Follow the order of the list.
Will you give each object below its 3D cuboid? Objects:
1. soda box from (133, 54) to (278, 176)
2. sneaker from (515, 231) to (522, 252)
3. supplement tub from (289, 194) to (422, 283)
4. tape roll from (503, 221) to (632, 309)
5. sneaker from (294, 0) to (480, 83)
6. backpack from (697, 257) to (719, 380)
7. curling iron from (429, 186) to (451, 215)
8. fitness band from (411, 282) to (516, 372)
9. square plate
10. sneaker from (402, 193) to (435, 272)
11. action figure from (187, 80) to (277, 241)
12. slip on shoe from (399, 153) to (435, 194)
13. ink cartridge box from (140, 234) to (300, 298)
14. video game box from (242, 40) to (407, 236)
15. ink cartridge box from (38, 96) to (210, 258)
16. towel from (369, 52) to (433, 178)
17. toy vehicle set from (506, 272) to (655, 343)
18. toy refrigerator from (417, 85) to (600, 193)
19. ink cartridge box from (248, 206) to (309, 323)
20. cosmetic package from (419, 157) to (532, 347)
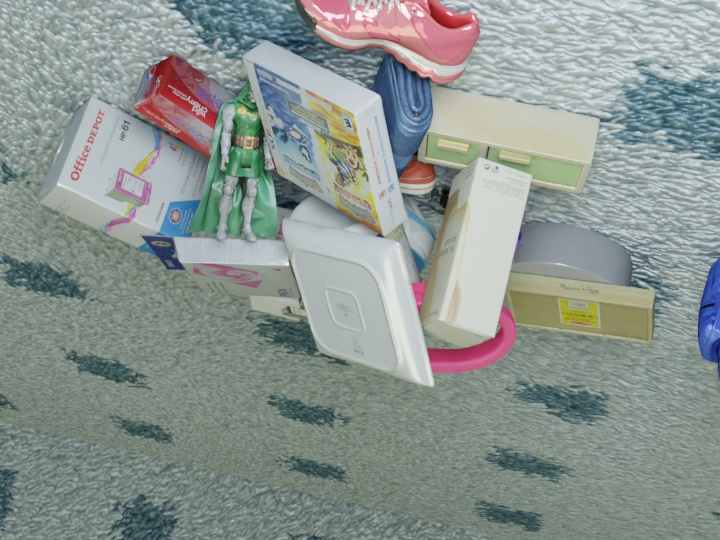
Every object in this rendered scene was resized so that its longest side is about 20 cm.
[{"bbox_3d":[-0.187,-0.190,1.488,0.200,0.063,0.070,31,152,-34],"label":"soda box"},{"bbox_3d":[0.166,-0.028,1.520,0.088,0.200,0.081,-21,116,28],"label":"sneaker"},{"bbox_3d":[0.000,0.000,1.510,0.145,0.145,0.200,1,128,29],"label":"supplement tub"},{"bbox_3d":[0.281,0.007,1.650,0.200,0.066,0.200,13,156,6],"label":"tape roll"},{"bbox_3d":[0.033,-0.269,1.204,0.200,0.074,0.087,17,143,-16],"label":"sneaker"},{"bbox_3d":[0.526,0.087,1.518,0.168,0.200,0.163,4,155,23],"label":"backpack"},{"bbox_3d":[0.151,-0.112,1.510,0.050,0.026,0.200,21,155,-22],"label":"curling iron"},{"bbox_3d":[0.096,0.075,1.455,0.200,0.037,0.144,3,136,-9],"label":"fitness band"},{"bbox_3d":[-0.010,0.041,1.389,0.200,0.028,0.198,14,128,44],"label":"square plate"},{"bbox_3d":[0.022,-0.086,1.584,0.076,0.081,0.200,-26,114,41],"label":"sneaker"},{"bbox_3d":[-0.146,-0.138,1.450,0.118,0.200,0.055,1,-166,-26],"label":"action figure"},{"bbox_3d":[0.002,-0.150,1.481,0.200,0.074,0.061,15,120,18],"label":"slip on shoe"},{"bbox_3d":[-0.184,-0.003,1.585,0.200,0.043,0.196,1,167,2],"label":"ink cartridge box"},{"bbox_3d":[-0.042,-0.153,1.346,0.200,0.047,0.182,32,153,38],"label":"video game box"},{"bbox_3d":[-0.320,-0.125,1.606,0.200,0.145,0.085,25,154,-23],"label":"ink cartridge box"},{"bbox_3d":[0.039,-0.169,1.344,0.048,0.112,0.200,-2,159,-16],"label":"towel"},{"bbox_3d":[0.307,0.053,1.621,0.200,0.027,0.124,8,155,16],"label":"toy vehicle set"},{"bbox_3d":[0.171,-0.150,1.362,0.200,0.070,0.076,13,157,5],"label":"toy refrigerator"},{"bbox_3d":[-0.053,0.003,1.736,0.200,0.146,0.084,14,159,2],"label":"ink cartridge box"},{"bbox_3d":[0.131,-0.019,1.356,0.071,0.200,0.105,18,165,-10],"label":"cosmetic package"}]
